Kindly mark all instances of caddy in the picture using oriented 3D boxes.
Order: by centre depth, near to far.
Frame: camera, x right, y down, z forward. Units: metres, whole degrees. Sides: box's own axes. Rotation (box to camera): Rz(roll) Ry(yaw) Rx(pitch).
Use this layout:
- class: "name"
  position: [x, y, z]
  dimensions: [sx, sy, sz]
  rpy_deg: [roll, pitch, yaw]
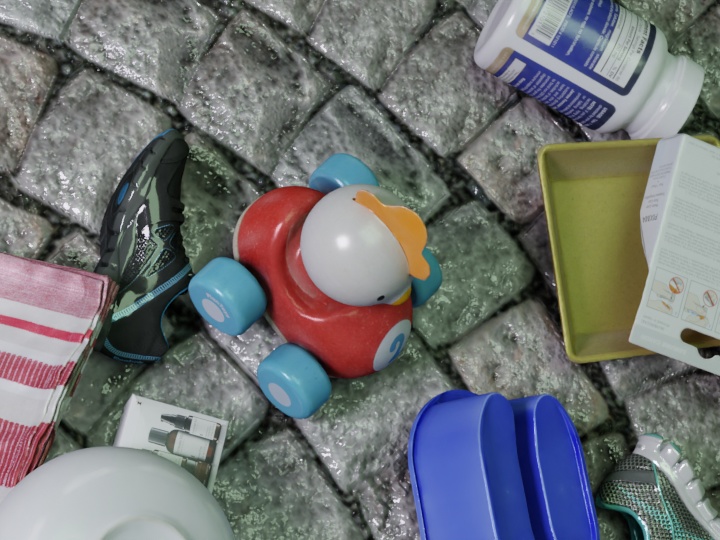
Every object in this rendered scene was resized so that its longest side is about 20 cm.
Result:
- class: "caddy"
  position: [0.111, 0.190, 1.082]
  dimensions: [0.141, 0.105, 0.200]
  rpy_deg: [7, 67, -41]

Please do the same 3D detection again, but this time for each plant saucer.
- class: "plant saucer"
  position: [0.256, -0.020, 1.224]
  dimensions: [0.200, 0.048, 0.200]
  rpy_deg: [-5, 84, -21]

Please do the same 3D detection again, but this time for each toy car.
- class: "toy car"
  position: [0.000, 0.000, 1.043]
  dimensions: [0.184, 0.200, 0.177]
  rpy_deg: [-43, 103, -28]

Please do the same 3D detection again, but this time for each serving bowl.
- class: "serving bowl"
  position: [-0.166, 0.220, 0.925]
  dimensions: [0.200, 0.066, 0.200]
  rpy_deg: [10, 71, -30]

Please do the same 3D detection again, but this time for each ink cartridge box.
- class: "ink cartridge box"
  position: [0.327, -0.005, 1.203]
  dimensions: [0.160, 0.047, 0.200]
  rpy_deg: [20, 81, -17]

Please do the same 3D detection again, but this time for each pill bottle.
- class: "pill bottle"
  position: [0.219, -0.201, 1.254]
  dimensions: [0.200, 0.116, 0.116]
  rpy_deg: [29, 64, -8]

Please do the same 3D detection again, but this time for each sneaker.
- class: "sneaker"
  position: [-0.174, -0.019, 1.084]
  dimensions: [0.082, 0.073, 0.200]
  rpy_deg: [23, 74, -19]
- class: "sneaker"
  position: [0.279, 0.245, 1.145]
  dimensions: [0.091, 0.078, 0.200]
  rpy_deg: [-33, 80, -10]

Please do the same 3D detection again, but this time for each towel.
- class: "towel"
  position: [-0.283, 0.079, 0.994]
  dimensions: [0.144, 0.023, 0.200]
  rpy_deg: [11, 66, 18]

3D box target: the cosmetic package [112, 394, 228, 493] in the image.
- class: "cosmetic package"
  position: [-0.166, 0.203, 1.009]
  dimensions: [0.083, 0.051, 0.200]
  rpy_deg: [16, 66, -12]
